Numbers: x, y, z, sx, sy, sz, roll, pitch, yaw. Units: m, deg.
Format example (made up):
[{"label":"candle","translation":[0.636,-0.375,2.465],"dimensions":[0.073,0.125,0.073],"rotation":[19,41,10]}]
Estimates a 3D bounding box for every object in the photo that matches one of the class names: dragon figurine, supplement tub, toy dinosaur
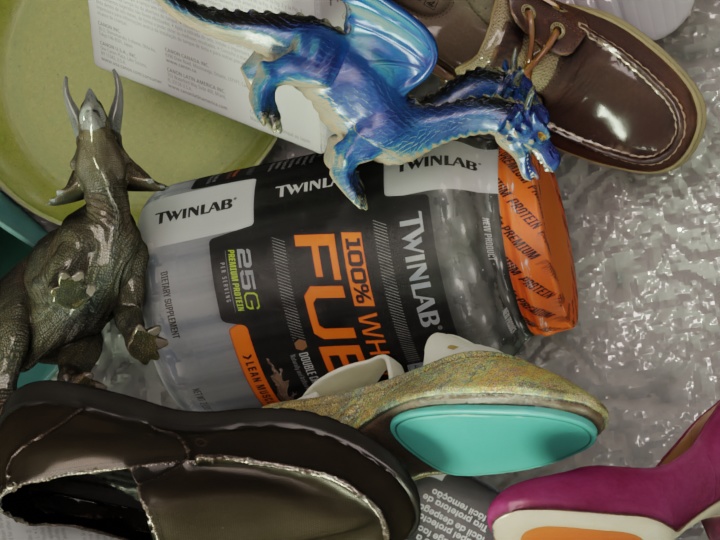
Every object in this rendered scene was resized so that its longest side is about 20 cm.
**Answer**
[{"label":"dragon figurine","translation":[-0.001,-0.098,1.024],"dimensions":[0.200,0.059,0.100],"rotation":[41,98,-11]},{"label":"supplement tub","translation":[0.000,0.000,1.117],"dimensions":[0.198,0.122,0.124],"rotation":[-12,77,13]},{"label":"toy dinosaur","translation":[-0.142,0.016,1.080],"dimensions":[0.077,0.103,0.201],"rotation":[22,118,-22]}]

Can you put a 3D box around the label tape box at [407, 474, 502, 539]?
[{"label":"label tape box","translation":[0.049,0.210,1.064],"dimensions":[0.143,0.063,0.201],"rotation":[27,75,7]}]

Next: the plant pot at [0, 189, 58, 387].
[{"label":"plant pot","translation":[-0.260,-0.014,1.179],"dimensions":[0.141,0.141,0.200],"rotation":[-48,60,2]}]

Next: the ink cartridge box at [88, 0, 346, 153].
[{"label":"ink cartridge box","translation":[-0.067,-0.171,1.093],"dimensions":[0.160,0.050,0.201],"rotation":[23,129,34]}]

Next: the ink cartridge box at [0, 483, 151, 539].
[{"label":"ink cartridge box","translation":[-0.146,0.147,1.034],"dimensions":[0.198,0.050,0.163],"rotation":[-6,42,-14]}]

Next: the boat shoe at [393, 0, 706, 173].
[{"label":"boat shoe","translation":[0.070,-0.104,1.094],"dimensions":[0.199,0.072,0.072],"rotation":[34,113,12]}]

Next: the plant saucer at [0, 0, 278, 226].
[{"label":"plant saucer","translation":[-0.119,-0.115,1.217],"dimensions":[0.198,0.031,0.202],"rotation":[-3,79,15]}]

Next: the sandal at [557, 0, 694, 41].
[{"label":"sandal","translation":[0.072,-0.151,1.155],"dimensions":[0.205,0.059,0.080],"rotation":[-1,102,23]}]

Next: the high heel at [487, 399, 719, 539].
[{"label":"high heel","translation":[0.123,0.090,1.041],"dimensions":[0.067,0.199,0.097],"rotation":[-35,57,35]}]

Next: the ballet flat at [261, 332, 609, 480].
[{"label":"ballet flat","translation":[0.024,0.064,1.041],"dimensions":[0.199,0.070,0.071],"rotation":[-20,74,35]}]

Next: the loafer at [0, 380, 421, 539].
[{"label":"loafer","translation":[-0.073,0.105,1.014],"dimensions":[0.198,0.073,0.072],"rotation":[7,42,11]}]
